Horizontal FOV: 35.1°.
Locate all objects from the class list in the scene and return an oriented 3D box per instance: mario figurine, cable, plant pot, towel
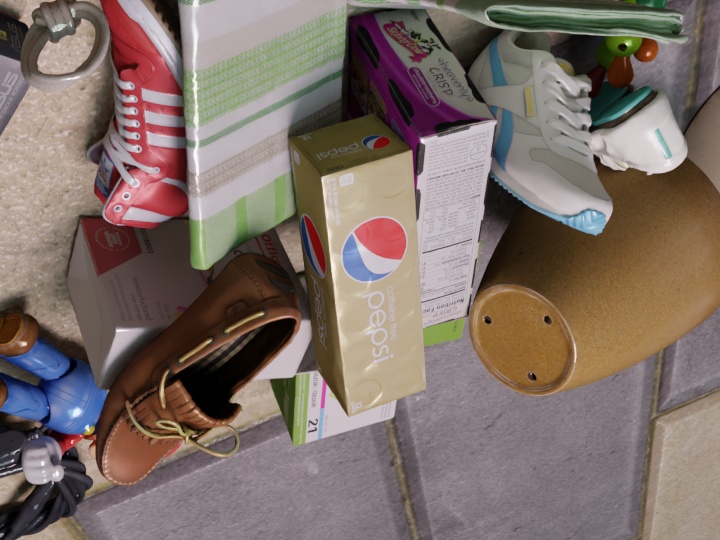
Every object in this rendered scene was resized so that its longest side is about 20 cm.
[{"bbox_3d":[-0.210,0.106,0.915,0.123,0.106,0.199,-42,138,15],"label":"mario figurine"},{"bbox_3d":[-0.339,0.198,0.994,0.198,0.051,0.164,-22,146,-11],"label":"cable"},{"bbox_3d":[0.175,0.013,0.912,0.200,0.186,0.188,-35,154,-43],"label":"plant pot"},{"bbox_3d":[0.088,-0.167,0.723,0.151,0.200,0.024,-3,109,-27],"label":"towel"},{"bbox_3d":[-0.065,-0.116,0.737,0.149,0.031,0.202,-33,139,-42],"label":"towel"}]

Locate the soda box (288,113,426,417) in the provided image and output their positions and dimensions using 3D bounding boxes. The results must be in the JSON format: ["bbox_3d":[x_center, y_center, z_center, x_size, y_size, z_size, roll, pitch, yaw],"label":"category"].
[{"bbox_3d":[0.000,0.000,0.796,0.067,0.064,0.202,-17,125,-18],"label":"soda box"}]

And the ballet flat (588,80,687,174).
[{"bbox_3d":[0.200,-0.103,0.861,0.069,0.200,0.070,0,100,0],"label":"ballet flat"}]

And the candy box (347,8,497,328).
[{"bbox_3d":[0.038,-0.071,0.838,0.060,0.137,0.201,-14,140,-15],"label":"candy box"}]

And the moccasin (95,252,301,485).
[{"bbox_3d":[-0.111,0.081,0.778,0.201,0.078,0.073,-42,139,16],"label":"moccasin"}]

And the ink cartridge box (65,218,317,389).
[{"bbox_3d":[-0.111,0.021,0.869,0.198,0.117,0.068,-1,134,-31],"label":"ink cartridge box"}]

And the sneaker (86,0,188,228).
[{"bbox_3d":[-0.149,-0.103,0.745,0.112,0.072,0.201,-26,138,2],"label":"sneaker"}]

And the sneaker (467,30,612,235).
[{"bbox_3d":[0.127,-0.105,0.804,0.076,0.201,0.081,20,122,-34],"label":"sneaker"}]

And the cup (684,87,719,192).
[{"bbox_3d":[0.411,-0.086,1.036,0.198,0.144,0.201,-17,141,-14],"label":"cup"}]

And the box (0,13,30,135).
[{"bbox_3d":[-0.310,-0.086,0.684,0.157,0.051,0.200,14,127,-40],"label":"box"}]

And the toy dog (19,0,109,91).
[{"bbox_3d":[-0.141,-0.205,0.602,0.200,0.132,0.097,-41,156,-12],"label":"toy dog"}]

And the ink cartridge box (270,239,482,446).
[{"bbox_3d":[0.023,0.063,1.026,0.198,0.076,0.149,-12,139,-16],"label":"ink cartridge box"}]

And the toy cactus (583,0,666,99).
[{"bbox_3d":[0.202,-0.229,0.816,0.165,0.102,0.201,-39,142,-17],"label":"toy cactus"}]
